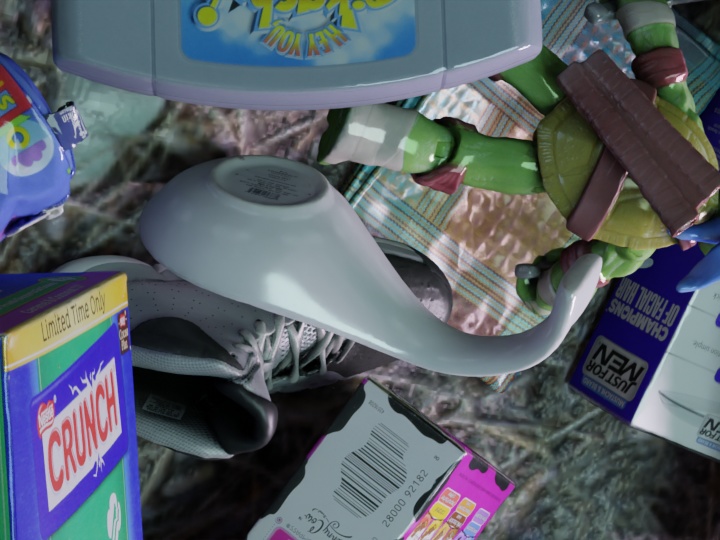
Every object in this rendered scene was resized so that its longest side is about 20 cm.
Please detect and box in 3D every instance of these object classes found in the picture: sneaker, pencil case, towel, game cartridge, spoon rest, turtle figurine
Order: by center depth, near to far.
[{"bbox_3d":[-0.203,-0.011,1.108,0.200,0.078,0.087,-40,101,-10],"label":"pencil case"},{"bbox_3d":[-0.026,-0.133,1.118,0.200,0.040,0.134,-2,85,-2],"label":"game cartridge"},{"bbox_3d":[0.000,0.000,1.168,0.099,0.200,0.061,-45,146,-57],"label":"spoon rest"},{"bbox_3d":[-0.038,0.042,1.188,0.200,0.116,0.075,-5,118,-21],"label":"sneaker"},{"bbox_3d":[0.085,-0.062,1.232,0.194,0.200,0.144,24,126,-11],"label":"turtle figurine"},{"bbox_3d":[0.076,-0.055,1.284,0.147,0.022,0.200,34,90,-33],"label":"towel"}]

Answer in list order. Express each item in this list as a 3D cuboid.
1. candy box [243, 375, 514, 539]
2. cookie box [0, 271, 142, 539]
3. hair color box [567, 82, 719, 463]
[{"bbox_3d":[-0.021,0.152,1.240,0.200,0.061,0.136,-53,163,-2],"label":"candy box"},{"bbox_3d":[-0.135,0.108,1.027,0.075,0.171,0.200,-2,97,10],"label":"cookie box"},{"bbox_3d":[0.197,-0.007,1.344,0.109,0.065,0.200,23,94,-34],"label":"hair color box"}]
